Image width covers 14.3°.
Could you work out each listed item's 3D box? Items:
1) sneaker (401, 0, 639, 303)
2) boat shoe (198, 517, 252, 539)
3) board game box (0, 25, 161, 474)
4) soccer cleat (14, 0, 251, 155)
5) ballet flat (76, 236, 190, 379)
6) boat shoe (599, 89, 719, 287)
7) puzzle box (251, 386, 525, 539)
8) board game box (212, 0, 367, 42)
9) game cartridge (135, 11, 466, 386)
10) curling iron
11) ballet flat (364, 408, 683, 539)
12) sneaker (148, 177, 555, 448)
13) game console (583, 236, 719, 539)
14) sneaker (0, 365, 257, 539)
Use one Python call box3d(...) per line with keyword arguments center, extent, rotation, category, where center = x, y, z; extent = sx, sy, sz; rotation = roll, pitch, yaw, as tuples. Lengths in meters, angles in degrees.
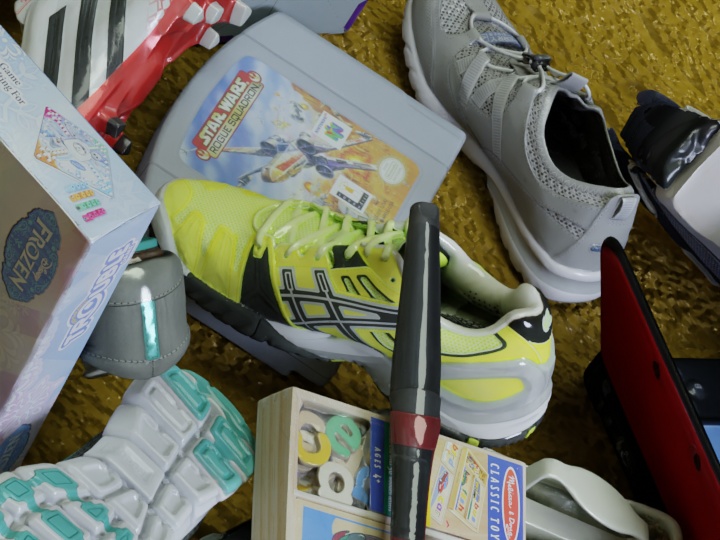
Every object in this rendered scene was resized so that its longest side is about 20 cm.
box3d(center=(0.091, -0.084, 1.469), extent=(0.074, 0.082, 0.201), rotation=(-7, 56, -37), category="sneaker")
box3d(center=(-0.052, 0.147, 1.181), extent=(0.200, 0.060, 0.076), rotation=(-23, 94, -46), category="boat shoe")
box3d(center=(-0.187, -0.030, 1.147), extent=(0.043, 0.200, 0.199), rotation=(-30, 72, -41), category="board game box")
box3d(center=(-0.114, -0.118, 1.338), extent=(0.085, 0.069, 0.200), rotation=(31, 72, 14), category="soccer cleat")
box3d(center=(-0.124, 0.011, 1.216), extent=(0.067, 0.200, 0.064), rotation=(-14, 102, -20), category="ballet flat")
box3d(center=(0.206, -0.020, 1.486), extent=(0.200, 0.075, 0.093), rotation=(46, -2, -31), category="boat shoe")
box3d(center=(0.013, 0.159, 1.172), extent=(0.133, 0.025, 0.201), rotation=(20, 60, -36), category="puzzle box")
box3d(center=(-0.067, -0.228, 1.483), extent=(0.103, 0.105, 0.201), rotation=(-8, 58, -39), category="board game box")
box3d(center=(-0.036, -0.042, 1.384), extent=(0.133, 0.042, 0.200), rotation=(36, 41, -6), category="game cartridge")
box3d(center=(0.027, 0.067, 1.190), extent=(0.049, 0.025, 0.201), rotation=(20, 58, -46), category="curling iron")
box3d(center=(0.057, 0.099, 1.291), extent=(0.199, 0.070, 0.070), rotation=(23, 43, -13), category="ballet flat")
box3d(center=(0.000, 0.000, 1.271), extent=(0.199, 0.077, 0.075), rotation=(24, 42, 9), category="sneaker")
box3d(center=(0.189, 0.095, 1.341), extent=(0.172, 0.119, 0.201), rotation=(2, 51, -32), category="game console")
box3d(center=(-0.116, 0.115, 1.139), extent=(0.078, 0.091, 0.200), rotation=(46, 33, 7), category="sneaker")
